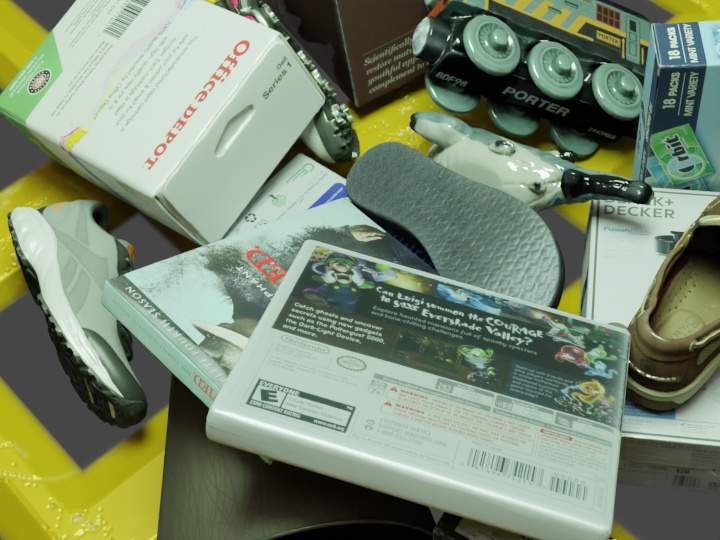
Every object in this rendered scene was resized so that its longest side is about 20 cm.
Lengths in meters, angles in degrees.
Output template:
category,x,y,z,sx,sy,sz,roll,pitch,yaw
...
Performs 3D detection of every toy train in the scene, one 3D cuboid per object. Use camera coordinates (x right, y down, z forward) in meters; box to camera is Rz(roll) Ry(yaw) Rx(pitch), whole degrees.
category,x,y,z,sx,sy,sz,roll,pitch,yaw
toy train,0.130,-0.161,0.965,0.199,0.085,0.114,17,60,-19

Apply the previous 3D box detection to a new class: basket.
category,x,y,z,sx,sy,sz,roll,pitch,yaw
basket,-0.050,0.111,0.782,0.180,0.136,0.200,-28,45,16

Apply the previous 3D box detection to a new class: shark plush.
category,x,y,z,sx,sy,sz,roll,pitch,yaw
shark plush,0.114,-0.079,0.907,0.083,0.091,0.200,-19,11,-38

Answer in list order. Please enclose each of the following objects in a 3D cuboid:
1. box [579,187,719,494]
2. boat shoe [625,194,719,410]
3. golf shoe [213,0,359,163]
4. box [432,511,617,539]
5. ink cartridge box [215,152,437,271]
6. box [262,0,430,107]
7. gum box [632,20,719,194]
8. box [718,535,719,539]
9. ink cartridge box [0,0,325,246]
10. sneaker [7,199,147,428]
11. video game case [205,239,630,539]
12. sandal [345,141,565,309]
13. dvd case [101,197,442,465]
category,x,y,z,sx,sy,sz,roll,pitch,yaw
box,0.200,0.040,0.853,0.116,0.060,0.201,5,53,9
boat shoe,0.227,-0.005,0.799,0.075,0.075,0.202,26,59,22
golf shoe,-0.070,-0.137,1.021,0.088,0.077,0.200,-39,54,3
box,0.134,0.199,0.675,0.200,0.160,0.044,25,58,22
ink cartridge box,0.000,0.000,0.918,0.200,0.039,0.099,33,62,28
box,0.006,-0.273,1.035,0.166,0.165,0.200,-27,51,-13
gum box,0.289,-0.094,0.877,0.199,0.170,0.045,-3,53,4
box,0.291,0.120,0.758,0.200,0.100,0.075,-38,58,-22
ink cartridge box,-0.147,-0.123,0.955,0.200,0.084,0.145,28,77,36
sneaker,-0.182,0.020,0.901,0.079,0.074,0.200,-19,53,-15
video game case,0.040,0.059,0.694,0.199,0.023,0.182,16,32,6
sandal,0.068,-0.025,0.875,0.076,0.043,0.200,-43,48,-3
dvd case,-0.029,0.026,0.766,0.146,0.022,0.200,40,40,26
